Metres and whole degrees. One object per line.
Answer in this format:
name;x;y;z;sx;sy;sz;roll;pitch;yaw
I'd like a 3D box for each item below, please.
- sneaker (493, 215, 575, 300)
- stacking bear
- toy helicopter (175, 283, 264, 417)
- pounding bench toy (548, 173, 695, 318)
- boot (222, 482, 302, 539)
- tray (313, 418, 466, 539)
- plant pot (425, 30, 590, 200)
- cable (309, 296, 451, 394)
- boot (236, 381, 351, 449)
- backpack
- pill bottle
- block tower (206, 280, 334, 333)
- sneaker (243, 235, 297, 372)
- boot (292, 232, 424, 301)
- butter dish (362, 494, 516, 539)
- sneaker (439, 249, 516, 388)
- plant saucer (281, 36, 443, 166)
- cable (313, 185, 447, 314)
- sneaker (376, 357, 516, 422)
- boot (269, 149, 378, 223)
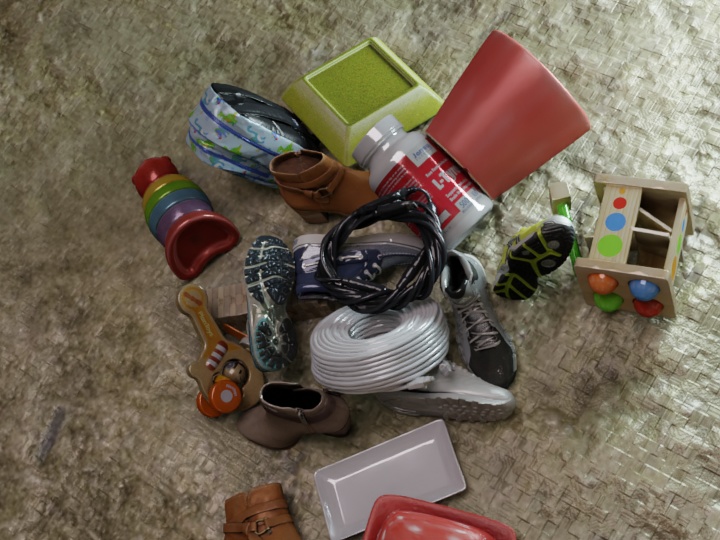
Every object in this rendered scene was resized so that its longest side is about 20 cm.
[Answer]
sneaker;0.228;-0.032;1.590;0.075;0.200;0.077;14;63;-12
stacking bear;-0.298;-0.104;1.875;0.121;0.114;0.200;-37;53;-1
toy helicopter;-0.202;0.108;1.713;0.131;0.079;0.201;-28;90;-27
pounding bench toy;0.333;-0.030;1.585;0.198;0.124;0.157;9;68;24
boot;-0.099;0.363;1.586;0.198;0.077;0.157;-19;55;20
tray;0.040;0.287;1.594;0.198;0.022;0.108;-23;59;8
plant pot;0.202;-0.213;1.700;0.177;0.200;0.201;-45;58;4
cable;0.024;0.098;1.612;0.198;0.070;0.200;-12;22;8
boot;-0.105;0.193;1.623;0.198;0.146;0.071;-4;64;19
backpack;-0.174;-0.211;1.824;0.154;0.200;0.164;-42;58;6
pill bottle;0.085;-0.125;1.692;0.112;0.112;0.200;-44;85;-6
block tower;-0.141;0.048;1.766;0.198;0.054;0.058;-11;60;14
sneaker;-0.141;0.050;1.689;0.077;0.086;0.202;5;71;-21
boot;0.000;0.000;1.710;0.197;0.073;0.091;-1;68;-1
butter dish;0.080;0.376;1.449;0.197;0.148;0.202;12;68;14
sneaker;0.148;0.063;1.596;0.074;0.115;0.202;-23;71;12
plant saucer;0.001;-0.283;1.856;0.199;0.048;0.200;-32;56;-15
cable;0.027;-0.018;1.630;0.198;0.051;0.165;-23;70;17
sneaker;0.119;0.155;1.602;0.198;0.077;0.081;6;58;25
boot;-0.028;-0.136;1.757;0.198;0.155;0.074;-16;59;12
